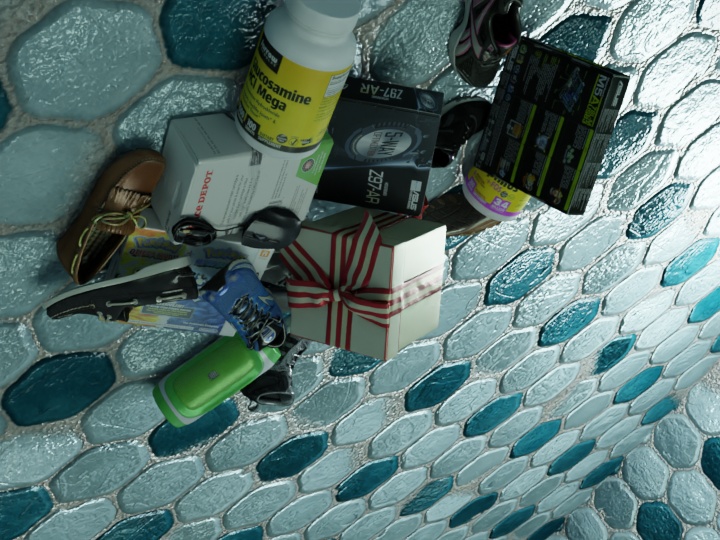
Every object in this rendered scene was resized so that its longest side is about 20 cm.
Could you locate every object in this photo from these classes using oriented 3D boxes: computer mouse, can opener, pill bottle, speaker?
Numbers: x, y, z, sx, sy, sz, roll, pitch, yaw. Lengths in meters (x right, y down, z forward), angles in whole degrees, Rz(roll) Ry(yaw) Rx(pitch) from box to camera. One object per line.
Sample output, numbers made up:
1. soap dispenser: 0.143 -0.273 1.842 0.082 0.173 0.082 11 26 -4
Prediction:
1. computer mouse: -0.151 -0.046 1.379 0.199 0.034 0.059 -6 144 -41
2. can opener: -0.118 0.034 1.696 0.199 0.052 0.067 -5 105 -43
3. pill bottle: -0.071 -0.238 1.277 0.112 0.113 0.201 -11 142 -35
4. speaker: -0.227 0.162 1.720 0.199 0.089 0.089 -35 150 0
5. pill bottle: 0.246 -0.180 1.684 0.104 0.105 0.201 -5 138 -41

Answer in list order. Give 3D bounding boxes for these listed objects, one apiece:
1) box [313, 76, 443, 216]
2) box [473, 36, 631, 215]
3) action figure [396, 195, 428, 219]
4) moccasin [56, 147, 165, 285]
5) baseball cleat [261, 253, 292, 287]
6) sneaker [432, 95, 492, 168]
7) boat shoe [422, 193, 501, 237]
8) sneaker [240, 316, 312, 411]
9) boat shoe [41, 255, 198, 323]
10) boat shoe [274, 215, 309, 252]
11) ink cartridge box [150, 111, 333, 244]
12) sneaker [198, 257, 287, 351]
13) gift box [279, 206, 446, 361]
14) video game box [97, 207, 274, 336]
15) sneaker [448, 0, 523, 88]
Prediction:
1. box: 0.019 -0.164 1.455 0.159 0.044 0.201 10 142 1
2. box: 0.261 -0.204 1.518 0.047 0.193 0.202 -3 116 -44
3. action figure: 0.057 -0.057 1.729 0.065 0.052 0.201 -14 150 -22
4. moccasin: -0.301 -0.065 1.328 0.201 0.078 0.073 -46 146 18
5. baseball cleat: -0.075 0.017 1.641 0.199 0.107 0.070 -3 157 -39
6. sneaker: 0.122 -0.185 1.568 0.199 0.088 0.076 -20 147 -25
7. boat shoe: 0.175 -0.085 1.781 0.199 0.076 0.072 -18 149 -24
8. sneaker: -0.118 0.153 1.786 0.199 0.114 0.076 -31 150 -6
9. boat shoe: -0.304 0.036 1.388 0.198 0.061 0.074 -17 -178 -3
10. boat shoe: -0.140 -0.056 1.514 0.199 0.066 0.072 9 129 -51
11. ink cartridge box: -0.153 -0.124 1.385 0.199 0.084 0.146 -13 144 -35
12. sneaker: -0.141 0.051 1.428 0.078 0.089 0.200 -41 154 2
13. gift box: 0.000 0.000 1.520 0.186 0.183 0.202 -26 118 -56
14. video game box: -0.236 0.006 1.469 0.198 0.047 0.183 8 130 -24
15. sneaker: 0.170 -0.308 1.442 0.080 0.087 0.201 -25 150 -12
